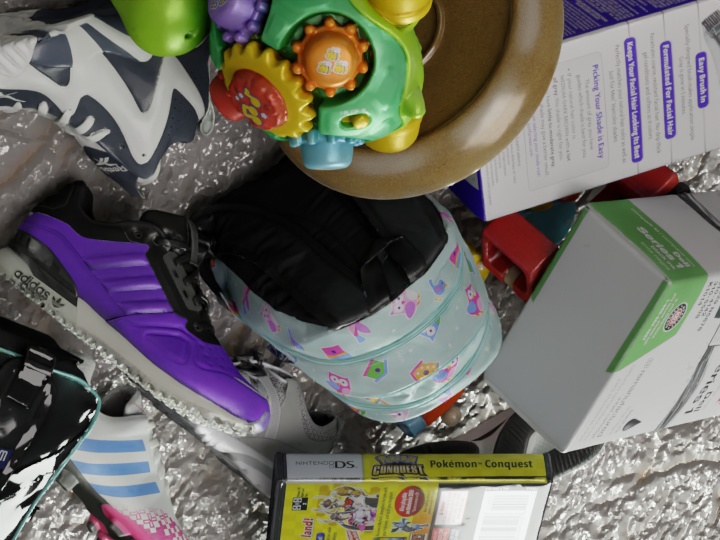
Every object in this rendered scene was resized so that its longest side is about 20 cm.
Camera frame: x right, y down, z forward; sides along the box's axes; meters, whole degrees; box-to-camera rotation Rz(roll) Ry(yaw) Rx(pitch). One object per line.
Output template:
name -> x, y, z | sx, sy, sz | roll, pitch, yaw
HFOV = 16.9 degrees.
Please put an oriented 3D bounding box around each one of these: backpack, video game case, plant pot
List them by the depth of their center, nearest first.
backpack -> -0.278, 0.108, 1.438 | 0.176, 0.153, 0.200 | 23, 93, -35
plant pot -> 0.023, -0.141, 1.455 | 0.200, 0.200, 0.027 | -50, 149, 2
backpack -> 0.000, 0.000, 1.508 | 0.167, 0.200, 0.127 | -42, 126, -5
video game case -> 0.026, 0.186, 1.636 | 0.180, 0.026, 0.200 | 0, 142, -6

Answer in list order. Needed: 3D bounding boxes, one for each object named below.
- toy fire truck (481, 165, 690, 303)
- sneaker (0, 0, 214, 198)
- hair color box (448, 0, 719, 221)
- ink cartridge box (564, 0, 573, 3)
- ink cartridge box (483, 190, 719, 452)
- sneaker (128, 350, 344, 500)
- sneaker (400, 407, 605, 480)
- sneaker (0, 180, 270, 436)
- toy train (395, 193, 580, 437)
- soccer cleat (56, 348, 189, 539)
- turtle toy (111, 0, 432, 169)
toy fire truck -> 0.160, -0.011, 1.635 | 0.141, 0.049, 0.200 | -44, 151, -9
sneaker -> -0.171, -0.093, 1.442 | 0.199, 0.079, 0.130 | -24, 115, -29
hair color box -> 0.150, -0.116, 1.536 | 0.200, 0.065, 0.109 | -16, 121, -16
ink cartridge box -> 0.158, -0.190, 1.582 | 0.116, 0.067, 0.200 | -28, 124, -13
ink cartridge box -> 0.195, 0.029, 1.592 | 0.200, 0.084, 0.146 | -7, 134, -50
sneaker -> -0.084, 0.078, 1.590 | 0.082, 0.075, 0.200 | -52, 137, -8
sneaker -> 0.100, 0.136, 1.707 | 0.200, 0.115, 0.076 | -27, 85, 20
sneaker -> -0.123, 0.016, 1.475 | 0.100, 0.200, 0.070 | -53, 171, -7
toy train -> 0.077, 0.012, 1.652 | 0.200, 0.056, 0.150 | -46, 149, -12
soccer cleat -> -0.151, 0.129, 1.572 | 0.086, 0.070, 0.200 | -55, 135, -19
turtle toy -> -0.048, -0.132, 1.364 | 0.101, 0.200, 0.146 | -45, 155, -30
